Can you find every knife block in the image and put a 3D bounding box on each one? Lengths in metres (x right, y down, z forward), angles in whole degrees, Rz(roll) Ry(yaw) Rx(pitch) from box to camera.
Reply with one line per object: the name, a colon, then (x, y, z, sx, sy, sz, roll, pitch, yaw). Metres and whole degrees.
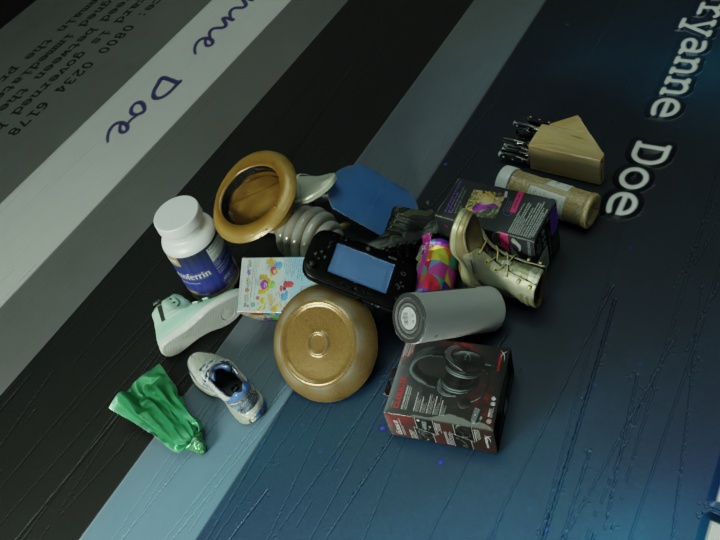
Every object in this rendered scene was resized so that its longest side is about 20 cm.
knife block: (0.377, -0.236, 1.482, 0.172, 0.065, 0.202, -18, 47, 4)

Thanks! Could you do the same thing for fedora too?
fedora: (-0.192, -0.131, 1.418, 0.197, 0.082, 0.205, -12, 64, 26)

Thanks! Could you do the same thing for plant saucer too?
plant saucer: (-0.067, 0.124, 1.261, 0.196, 0.035, 0.205, -2, 85, 19)

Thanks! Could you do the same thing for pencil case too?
pencil case: (0.123, 0.034, 1.318, 0.086, 0.089, 0.203, 0, 50, 19)

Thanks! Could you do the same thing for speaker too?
speaker: (0.149, 0.071, 1.208, 0.197, 0.083, 0.081, -4, 32, -40)

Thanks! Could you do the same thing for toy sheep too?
toy sheep: (-0.091, -0.064, 1.453, 0.197, 0.139, 0.139, 17, 56, 29)

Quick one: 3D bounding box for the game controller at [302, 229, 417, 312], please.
game controller: (0.000, 0.000, 1.268, 0.196, 0.042, 0.106, 21, 65, 0)

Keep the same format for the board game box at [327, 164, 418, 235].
board game box: (0.023, -0.131, 1.501, 0.197, 0.039, 0.159, 30, 47, 0)

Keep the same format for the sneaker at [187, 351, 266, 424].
sneaker: (-0.247, 0.187, 1.312, 0.198, 0.086, 0.077, 26, 62, 36)

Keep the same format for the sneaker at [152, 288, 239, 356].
sneaker: (-0.323, 0.068, 1.449, 0.198, 0.074, 0.119, -31, 53, -6)

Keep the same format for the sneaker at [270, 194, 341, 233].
sneaker: (-0.126, -0.154, 1.578, 0.195, 0.076, 0.117, -11, 49, 14)

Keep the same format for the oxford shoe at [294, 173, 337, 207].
oxford shoe: (-0.136, -0.165, 1.479, 0.197, 0.059, 0.076, -12, 27, 32)

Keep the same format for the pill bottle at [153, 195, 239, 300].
pill bottle: (-0.327, -0.044, 1.465, 0.113, 0.202, 0.117, -10, 46, 11)

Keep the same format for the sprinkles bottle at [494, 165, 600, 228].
sprinkles bottle: (0.354, -0.142, 1.403, 0.198, 0.069, 0.068, 25, 61, 34)

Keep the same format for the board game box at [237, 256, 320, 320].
board game box: (-0.115, 0.036, 1.365, 0.195, 0.103, 0.108, 0, 78, 20)

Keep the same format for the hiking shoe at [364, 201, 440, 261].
hiking shoe: (0.074, -0.070, 1.413, 0.197, 0.077, 0.101, -20, 54, -27)

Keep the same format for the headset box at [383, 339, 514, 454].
headset box: (0.135, 0.193, 1.177, 0.196, 0.078, 0.151, 6, 52, 22)

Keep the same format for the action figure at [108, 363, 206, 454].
action figure: (-0.340, 0.263, 1.300, 0.198, 0.055, 0.118, 32, 64, 30)

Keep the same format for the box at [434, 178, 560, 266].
box: (0.250, -0.073, 1.340, 0.197, 0.123, 0.107, 18, 58, 32)

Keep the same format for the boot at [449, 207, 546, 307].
boot: (0.236, -0.018, 1.245, 0.153, 0.201, 0.073, 21, 64, 31)
